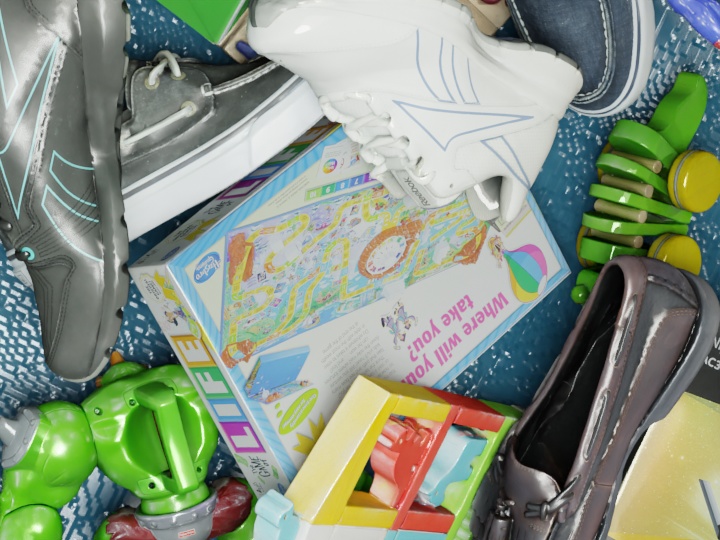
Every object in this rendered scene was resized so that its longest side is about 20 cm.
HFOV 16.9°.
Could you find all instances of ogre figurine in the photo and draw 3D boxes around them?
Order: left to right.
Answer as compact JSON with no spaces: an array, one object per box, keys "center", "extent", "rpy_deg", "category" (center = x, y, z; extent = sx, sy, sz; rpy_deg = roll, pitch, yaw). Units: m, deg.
[{"center":[-0.088,0.101,1.138],"extent":[0.198,0.098,0.121],"rpy_deg":[-11,110,0],"category":"ogre figurine"}]

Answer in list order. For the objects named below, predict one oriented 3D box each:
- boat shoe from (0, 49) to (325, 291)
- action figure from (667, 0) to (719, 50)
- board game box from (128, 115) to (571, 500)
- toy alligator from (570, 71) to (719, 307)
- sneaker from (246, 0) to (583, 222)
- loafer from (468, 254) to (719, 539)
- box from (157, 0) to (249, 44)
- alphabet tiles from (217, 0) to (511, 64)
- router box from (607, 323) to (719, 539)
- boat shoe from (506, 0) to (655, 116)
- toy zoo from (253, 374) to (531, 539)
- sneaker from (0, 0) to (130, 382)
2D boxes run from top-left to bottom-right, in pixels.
[{"center":[-0.089,-0.067,1.121],"extent":[0.199,0.072,0.071],"rpy_deg":[-32,100,4],"category":"boat shoe"},{"center":[0.144,-0.167,1.187],"extent":[0.065,0.052,0.200],"rpy_deg":[-42,98,-11],"category":"action figure"},{"center":[0.000,0.000,1.130],"extent":[0.200,0.034,0.135],"rpy_deg":[-40,110,-33],"category":"board game box"},{"center":[0.126,-0.003,1.184],"extent":[0.054,0.059,0.201],"rpy_deg":[13,93,-43],"category":"toy alligator"},{"center":[0.026,-0.076,1.080],"extent":[0.199,0.074,0.088],"rpy_deg":[18,84,-44],"category":"sneaker"},{"center":[0.093,0.080,1.140],"extent":[0.063,0.072,0.201],"rpy_deg":[25,98,-41],"category":"loafer"},{"center":[-0.083,-0.237,1.059],"extent":[0.199,0.097,0.177],"rpy_deg":[36,65,-3],"category":"box"},{"center":[-0.014,-0.170,1.171],"extent":[0.200,0.006,0.167],"rpy_deg":[41,86,-13],"category":"alphabet tiles"},{"center":[0.215,0.128,1.231],"extent":[0.199,0.052,0.158],"rpy_deg":[26,90,-14],"category":"router box"},{"center":[0.077,-0.156,1.127],"extent":[0.070,0.091,0.202],"rpy_deg":[-7,109,30],"category":"boat shoe"},{"center":[0.010,0.116,1.122],"extent":[0.020,0.200,0.132],"rpy_deg":[29,96,29],"category":"toy zoo"},{"center":[-0.140,-0.050,1.055],"extent":[0.079,0.075,0.202],"rpy_deg":[-3,104,-11],"category":"sneaker"}]
